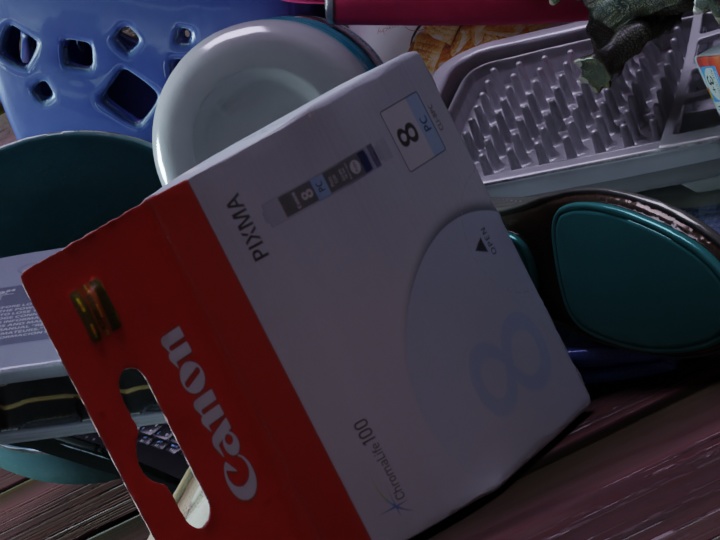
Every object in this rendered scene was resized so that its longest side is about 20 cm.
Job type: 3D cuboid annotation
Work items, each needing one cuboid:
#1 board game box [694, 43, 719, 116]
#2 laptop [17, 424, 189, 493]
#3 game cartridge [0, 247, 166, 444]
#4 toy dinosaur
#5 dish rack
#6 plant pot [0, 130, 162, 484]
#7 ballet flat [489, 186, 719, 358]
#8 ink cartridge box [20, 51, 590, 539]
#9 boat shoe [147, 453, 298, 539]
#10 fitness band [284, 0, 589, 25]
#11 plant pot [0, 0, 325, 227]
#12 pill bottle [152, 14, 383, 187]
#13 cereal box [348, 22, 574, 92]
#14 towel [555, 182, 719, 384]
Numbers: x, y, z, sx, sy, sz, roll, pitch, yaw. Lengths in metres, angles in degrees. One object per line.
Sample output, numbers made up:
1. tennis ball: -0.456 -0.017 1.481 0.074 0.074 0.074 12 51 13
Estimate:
1. board game box: 0.224 -0.062 0.736 0.104 0.104 0.200 -27 7 -4
2. laptop: -0.109 0.042 0.890 0.176 0.104 0.200 13 41 34
3. game cartridge: -0.122 0.027 0.796 0.198 0.041 0.134 -7 25 3
4. toy dinosaur: 0.144 -0.136 0.837 0.102 0.077 0.200 -43 10 -37
5. dish rack: 0.121 -0.077 0.950 0.198 0.044 0.172 -10 29 22
6. plant pot: -0.158 0.042 1.086 0.199 0.201 0.135 -28 -27 -15
7. ballet flat: 0.090 -0.007 0.785 0.199 0.068 0.063 4 21 45
8. ink cartridge box: -0.011 0.026 0.701 0.047 0.161 0.200 -20 10 42
9. boat shoe: -0.033 0.077 0.787 0.065 0.073 0.200 -21 15 22
10. fitness band: 0.050 -0.150 0.994 0.198 0.038 0.144 3 11 13
11. plant pot: -0.116 -0.123 1.185 0.198 0.181 0.200 7 19 8
12. pill bottle: -0.037 -0.074 0.969 0.110 0.111 0.200 -25 6 7
13. cereal box: 0.065 -0.147 1.084 0.143 0.201 0.040 -19 -25 9
14. towel: 0.110 0.002 0.870 0.146 0.024 0.200 -7 23 31
